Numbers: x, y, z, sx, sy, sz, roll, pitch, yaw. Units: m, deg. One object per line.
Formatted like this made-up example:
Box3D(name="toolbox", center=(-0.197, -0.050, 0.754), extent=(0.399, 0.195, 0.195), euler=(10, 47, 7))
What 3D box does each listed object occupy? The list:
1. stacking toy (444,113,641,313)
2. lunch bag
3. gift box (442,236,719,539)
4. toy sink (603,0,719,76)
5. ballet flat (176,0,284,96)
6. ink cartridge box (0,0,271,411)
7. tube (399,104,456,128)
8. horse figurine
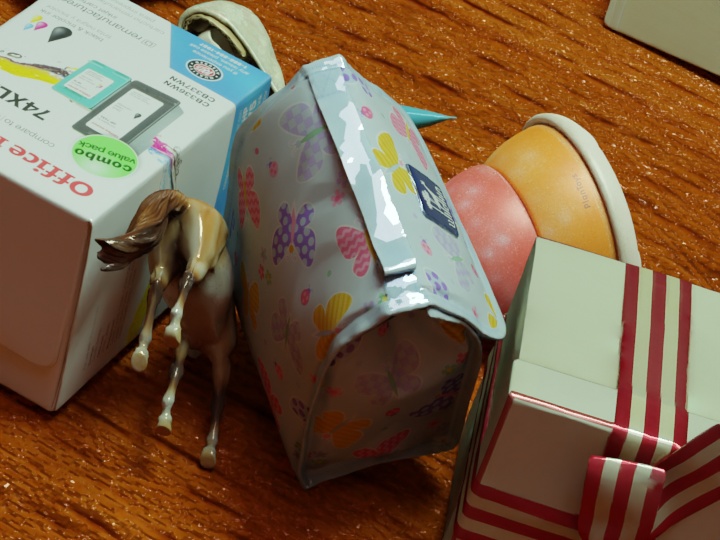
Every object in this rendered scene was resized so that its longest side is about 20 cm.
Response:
Box3D(name="stacking toy", center=(0.061, -0.007, 1.613), extent=(0.200, 0.146, 0.146), euler=(-17, 49, -18))
Box3D(name="lunch bag", center=(0.000, 0.000, 1.451), extent=(0.127, 0.200, 0.170), euler=(-14, 60, -14))
Box3D(name="gift box", center=(0.156, 0.111, 1.441), extent=(0.200, 0.185, 0.187), euler=(14, 35, 1))
Box3D(name="toy sink", center=(0.308, -0.212, 1.971), extent=(0.200, 0.112, 0.130), euler=(24, 37, 13))
Box3D(name="ballet flat", center=(-0.065, -0.080, 1.628), extent=(0.200, 0.067, 0.062), euler=(63, 22, 14))
Box3D(name="ink cartridge box", center=(-0.174, -0.048, 1.512), extent=(0.147, 0.146, 0.200), euler=(28, 39, 14))
Box3D(name="tube", center=(-0.042, -0.101, 1.718), extent=(0.200, 0.050, 0.077), euler=(0, 6, -25))
Box3D(name="horse figurine", center=(-0.099, 0.017, 1.453), extent=(0.050, 0.200, 0.133), euler=(1, 55, 11))
